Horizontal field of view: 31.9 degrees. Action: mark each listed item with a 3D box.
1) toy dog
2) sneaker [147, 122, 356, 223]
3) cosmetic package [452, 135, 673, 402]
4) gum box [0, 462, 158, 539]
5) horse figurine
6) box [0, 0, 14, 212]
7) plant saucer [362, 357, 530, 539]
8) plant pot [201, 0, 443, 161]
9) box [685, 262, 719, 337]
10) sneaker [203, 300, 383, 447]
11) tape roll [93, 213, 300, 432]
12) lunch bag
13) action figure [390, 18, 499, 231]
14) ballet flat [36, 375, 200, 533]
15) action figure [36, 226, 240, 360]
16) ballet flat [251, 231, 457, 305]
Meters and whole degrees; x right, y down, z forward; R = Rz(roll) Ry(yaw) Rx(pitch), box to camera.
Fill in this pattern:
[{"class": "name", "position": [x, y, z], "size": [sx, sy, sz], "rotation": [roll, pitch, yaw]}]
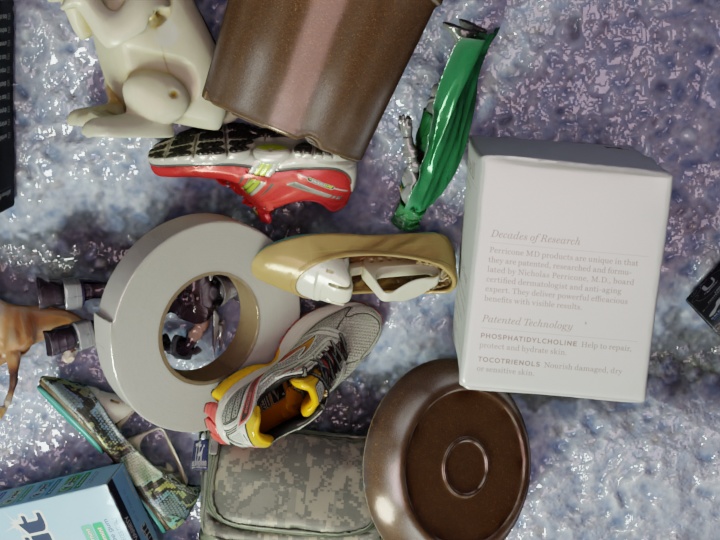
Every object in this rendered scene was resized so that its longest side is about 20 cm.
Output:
[{"class": "toy dog", "position": [-0.179, -0.224, 1.113], "size": [0.191, 0.140, 0.203], "rotation": [-2, 103, -12]}, {"class": "sneaker", "position": [-0.102, -0.085, 1.175], "size": [0.197, 0.077, 0.086], "rotation": [4, 118, 5]}, {"class": "cosmetic package", "position": [0.173, -0.008, 1.134], "size": [0.164, 0.167, 0.203], "rotation": [5, 102, 0]}, {"class": "gum box", "position": [-0.290, 0.290, 1.243], "size": [0.198, 0.045, 0.172], "rotation": [-16, 107, 20]}, {"class": "horse figurine", "position": [-0.371, 0.059, 1.204], "size": [0.198, 0.050, 0.133], "rotation": [24, 61, 7]}, {"class": "box", "position": [-0.389, -0.139, 1.102], "size": [0.122, 0.200, 0.200], "rotation": [2, 102, 3]}, {"class": "plant saucer", "position": [0.092, 0.185, 1.190], "size": [0.198, 0.032, 0.203], "rotation": [2, 87, -33]}, {"class": "plant pot", "position": [-0.033, -0.211, 1.070], "size": [0.198, 0.200, 0.201], "rotation": [21, 98, -3]}, {"class": "box", "position": [0.425, 0.057, 1.170], "size": [0.200, 0.115, 0.132], "rotation": [41, 99, -8]}, {"class": "sneaker", "position": [-0.048, 0.103, 1.176], "size": [0.200, 0.082, 0.078], "rotation": [-40, 119, -27]}, {"class": "tape roll", "position": [-0.147, 0.049, 1.164], "size": [0.201, 0.037, 0.206], "rotation": [-13, 112, -34]}, {"class": "lunch bag", "position": [-0.065, 0.235, 1.216], "size": [0.197, 0.139, 0.170], "rotation": [5, 86, -1]}, {"class": "action figure", "position": [0.069, -0.127, 1.155], "size": [0.054, 0.118, 0.202], "rotation": [25, 112, 19]}, {"class": "ballet flat", "position": [-0.232, 0.165, 1.242], "size": [0.074, 0.074, 0.201], "rotation": [-37, 101, 9]}, {"class": "action figure", "position": [-0.204, 0.026, 1.200], "size": [0.197, 0.069, 0.132], "rotation": [-8, 92, -14]}, {"class": "ballet flat", "position": [0.000, 0.000, 1.160], "size": [0.197, 0.064, 0.069], "rotation": [-6, 140, -17]}]
